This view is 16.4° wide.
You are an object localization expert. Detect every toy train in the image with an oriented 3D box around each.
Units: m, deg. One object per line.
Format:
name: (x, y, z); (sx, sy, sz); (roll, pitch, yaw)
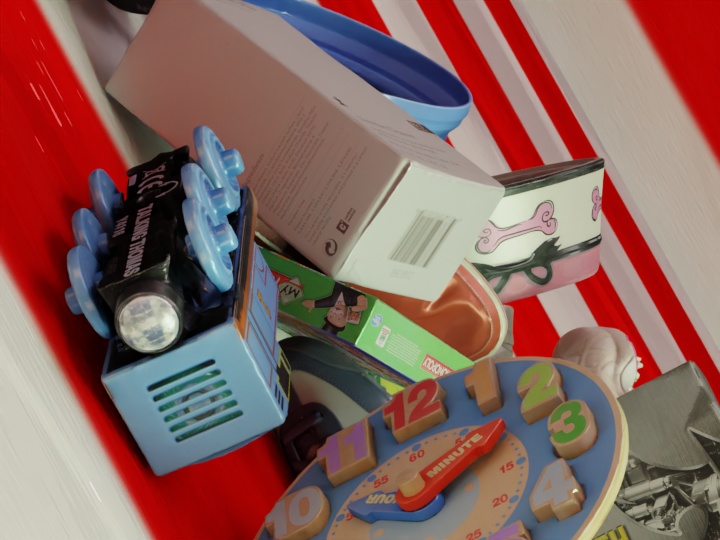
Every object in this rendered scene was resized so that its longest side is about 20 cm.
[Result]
toy train: (-0.084, 0.010, 1.195); (0.200, 0.087, 0.114); (-93, 159, -69)

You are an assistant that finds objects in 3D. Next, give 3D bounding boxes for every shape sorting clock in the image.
shape sorting clock: (0.030, 0.108, 1.132); (0.039, 0.200, 0.200); (57, 13, -23)

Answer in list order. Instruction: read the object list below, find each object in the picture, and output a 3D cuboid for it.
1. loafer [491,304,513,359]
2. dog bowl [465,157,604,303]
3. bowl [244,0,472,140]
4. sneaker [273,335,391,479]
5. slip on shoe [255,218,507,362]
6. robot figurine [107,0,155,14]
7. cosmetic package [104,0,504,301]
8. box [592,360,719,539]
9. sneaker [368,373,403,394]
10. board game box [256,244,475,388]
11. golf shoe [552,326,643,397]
loafer: (0.079, 0.048, 1.763); (0.200, 0.070, 0.070); (63, 13, 14)
dog bowl: (0.066, -0.016, 1.604); (0.200, 0.200, 0.074); (-28, 106, -78)
bowl: (-0.027, -0.130, 1.591); (0.201, 0.039, 0.201); (20, 16, -6)
sneaker: (0.000, 0.124, 1.309); (0.200, 0.070, 0.082); (52, 40, 10)
slip on shoe: (0.000, 0.000, 1.486); (0.200, 0.074, 0.061); (34, 26, -15)
robot figurine: (-0.133, -0.227, 1.442); (0.200, 0.150, 0.125); (48, 52, -46)
cosmetic package: (-0.032, -0.073, 1.380); (0.200, 0.081, 0.113); (40, 15, 28)
box: (0.141, 0.167, 1.439); (0.048, 0.200, 0.158); (45, 20, -60)
sneaker: (0.056, 0.068, 1.620); (0.084, 0.074, 0.200); (67, 14, 12)
board game box: (-0.013, 0.028, 1.372); (0.135, 0.029, 0.200); (24, -5, 27)
golf shoe: (0.135, 0.082, 1.600); (0.091, 0.075, 0.200); (12, 19, -9)
